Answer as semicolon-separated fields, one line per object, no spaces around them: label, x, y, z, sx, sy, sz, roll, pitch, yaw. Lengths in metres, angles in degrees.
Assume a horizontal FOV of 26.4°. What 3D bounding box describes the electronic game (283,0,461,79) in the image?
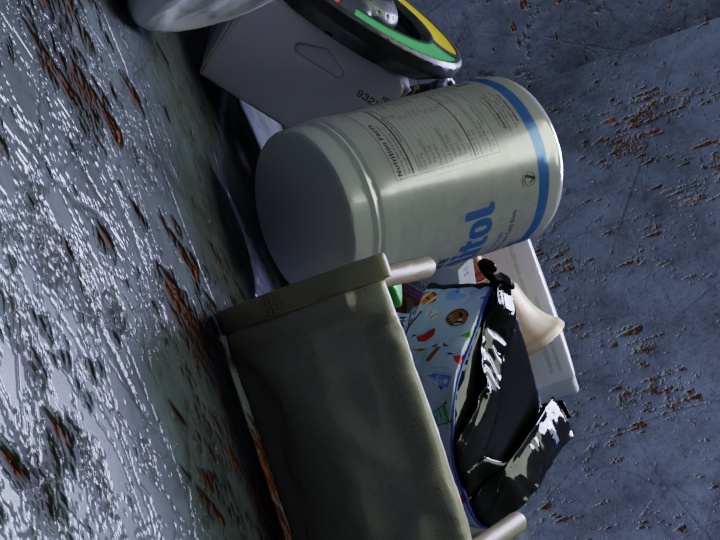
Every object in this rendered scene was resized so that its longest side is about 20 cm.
electronic game;-0.005;-0.213;1.194;0.200;0.042;0.200;32;19;-12

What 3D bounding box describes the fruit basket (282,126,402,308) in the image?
fruit basket;-0.025;-0.047;1.287;0.200;0.093;0.186;-104;173;-61

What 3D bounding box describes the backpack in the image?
backpack;0.077;0.123;1.317;0.200;0.154;0.191;63;29;-32

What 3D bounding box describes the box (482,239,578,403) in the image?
box;0.135;0.074;1.815;0.171;0.199;0.200;42;30;-76

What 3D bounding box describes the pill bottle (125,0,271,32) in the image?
pill bottle;-0.119;-0.264;0.979;0.116;0.116;0.201;18;54;-82

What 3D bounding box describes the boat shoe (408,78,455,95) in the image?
boat shoe;0.066;-0.128;1.679;0.071;0.091;0.201;46;34;-48

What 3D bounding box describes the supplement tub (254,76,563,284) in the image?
supplement tub;0.038;-0.062;1.130;0.132;0.200;0.132;32;-49;46

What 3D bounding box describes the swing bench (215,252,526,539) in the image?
swing bench;0.004;0.102;0.949;0.200;0.129;0.200;-3;75;-78

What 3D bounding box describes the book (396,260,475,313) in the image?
book;0.072;0.033;1.621;0.133;0.048;0.200;30;-32;34

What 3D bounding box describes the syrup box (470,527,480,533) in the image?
syrup box;0.082;0.212;1.502;0.200;0.079;0.082;-92;162;-70

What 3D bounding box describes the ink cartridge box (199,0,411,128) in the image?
ink cartridge box;-0.045;-0.181;1.247;0.145;0.084;0.200;31;19;-13

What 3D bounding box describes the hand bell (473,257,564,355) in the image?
hand bell;0.128;-0.003;1.655;0.200;0.104;0.104;60;8;-8
